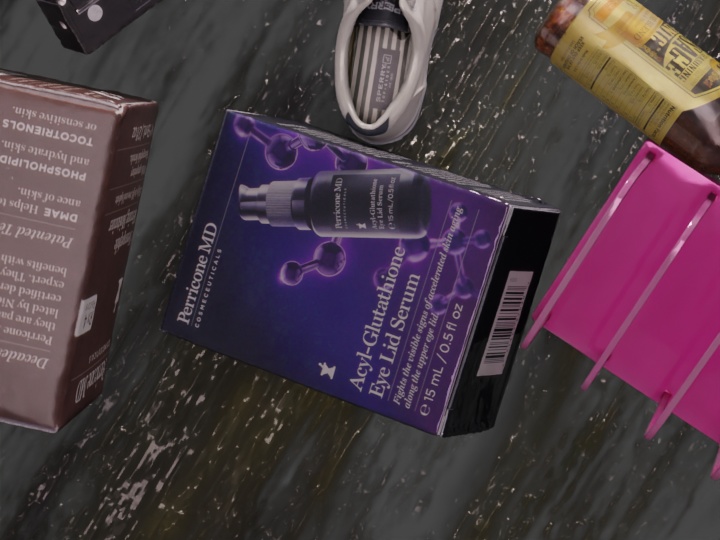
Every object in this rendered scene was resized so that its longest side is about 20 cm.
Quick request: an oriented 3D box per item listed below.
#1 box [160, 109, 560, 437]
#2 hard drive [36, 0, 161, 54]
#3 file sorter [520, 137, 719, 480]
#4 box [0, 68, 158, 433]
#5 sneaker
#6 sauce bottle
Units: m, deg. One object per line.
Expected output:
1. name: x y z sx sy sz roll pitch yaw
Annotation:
1. box: 0.000 0.000 1.401 0.200 0.104 0.148 18 96 21
2. hard drive: -0.167 -0.251 1.385 0.140 0.038 0.200 -41 123 -20
3. file sorter: 0.215 0.039 1.391 0.200 0.125 0.139 34 107 5
4. box: -0.231 -0.024 1.409 0.164 0.166 0.200 12 96 1
5. sneaker: 0.023 -0.178 1.429 0.073 0.071 0.200 3 95 3
6. sauce bottle: 0.202 -0.105 1.417 0.200 0.066 0.066 37 96 7
